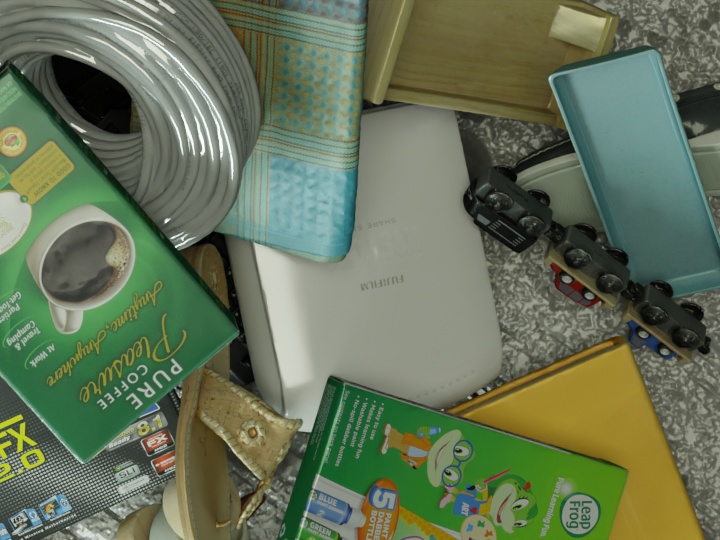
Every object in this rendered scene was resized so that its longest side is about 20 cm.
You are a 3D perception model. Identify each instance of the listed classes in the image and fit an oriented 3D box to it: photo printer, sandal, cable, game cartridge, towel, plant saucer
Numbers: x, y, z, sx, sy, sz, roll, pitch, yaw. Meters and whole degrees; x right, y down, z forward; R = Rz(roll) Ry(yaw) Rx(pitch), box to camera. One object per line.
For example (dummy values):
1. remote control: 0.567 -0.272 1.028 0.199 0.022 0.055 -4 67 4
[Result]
1. photo printer: 0.000 0.000 1.540 0.166 0.069 0.201 -12 91 -18
2. sandal: -0.070 0.085 1.471 0.069 0.078 0.213 -8 77 16
3. cable: -0.155 -0.097 1.405 0.200 0.069 0.200 43 131 -14
4. game cartridge: 0.126 0.166 1.564 0.176 0.032 0.201 -23 103 -3
5. towel: -0.067 -0.102 1.424 0.146 0.022 0.201 15 128 13
6. plant saucer: 0.178 -0.059 1.522 0.070 0.019 0.200 -13 129 15

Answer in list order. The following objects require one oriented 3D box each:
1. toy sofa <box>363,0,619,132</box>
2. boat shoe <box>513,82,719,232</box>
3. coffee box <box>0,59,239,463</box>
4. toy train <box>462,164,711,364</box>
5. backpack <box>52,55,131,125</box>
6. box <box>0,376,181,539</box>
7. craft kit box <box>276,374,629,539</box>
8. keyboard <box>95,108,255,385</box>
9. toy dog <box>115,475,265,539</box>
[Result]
1. toy sofa: 0.056 -0.145 1.502 0.097 0.199 0.083 30 108 42
2. boat shoe: 0.188 -0.076 1.562 0.199 0.076 0.061 -9 50 9
3. coffee box: -0.176 -0.003 1.366 0.123 0.044 0.200 -41 104 2
4. toy train: 0.145 0.001 1.547 0.200 0.034 0.046 35 134 -20
5. backpack: -0.119 -0.209 1.497 0.190 0.200 0.155 -9 55 -1
6. box: -0.211 0.094 1.461 0.199 0.044 0.161 -24 133 -5
7. craft kit box: 0.045 0.189 1.499 0.197 0.048 0.201 17 89 -18
8. keyboard: -0.116 0.000 1.527 0.104 0.040 0.200 -49 114 -10
9. toy dog: -0.078 0.216 1.551 0.096 0.132 0.201 -14 97 -38
